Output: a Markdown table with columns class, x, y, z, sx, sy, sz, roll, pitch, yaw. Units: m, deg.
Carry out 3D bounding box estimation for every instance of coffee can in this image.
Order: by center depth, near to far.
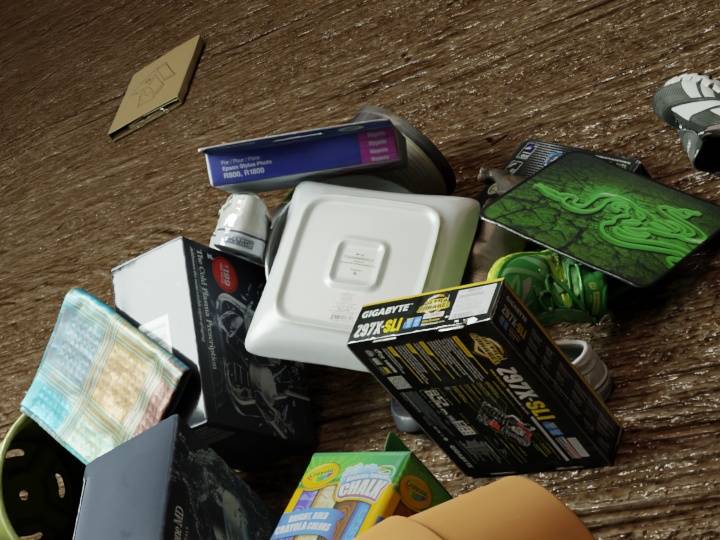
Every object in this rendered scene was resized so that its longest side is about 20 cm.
| class | x | y | z | sx | sy | sz | roll | pitch | yaw |
| --- | --- | --- | --- | --- | --- | --- | --- | --- | --- |
| coffee can | -0.007 | -0.068 | 1.669 | 0.200 | 0.146 | 0.146 | -50 | 30 | -17 |

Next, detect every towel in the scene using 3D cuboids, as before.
| class | x | y | z | sx | sy | sz | roll | pitch | yaw |
| --- | --- | --- | --- | --- | --- | --- | --- | --- | --- |
| towel | -0.258 | 0.118 | 1.451 | 0.200 | 0.022 | 0.147 | 30 | 98 | 40 |

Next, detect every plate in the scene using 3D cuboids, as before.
| class | x | y | z | sx | sy | sz | roll | pitch | yaw |
| --- | --- | --- | --- | --- | --- | --- | --- | --- | --- |
| plate | 0.000 | 0.000 | 1.416 | 0.199 | 0.032 | 0.201 | 8 | 64 | 19 |

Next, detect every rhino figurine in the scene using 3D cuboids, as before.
| class | x | y | z | sx | sy | sz | roll | pitch | yaw |
| --- | --- | --- | --- | --- | --- | --- | --- | --- | --- |
| rhino figurine | 0.121 | -0.015 | 1.446 | 0.087 | 0.060 | 0.200 | 10 | 61 | 43 |

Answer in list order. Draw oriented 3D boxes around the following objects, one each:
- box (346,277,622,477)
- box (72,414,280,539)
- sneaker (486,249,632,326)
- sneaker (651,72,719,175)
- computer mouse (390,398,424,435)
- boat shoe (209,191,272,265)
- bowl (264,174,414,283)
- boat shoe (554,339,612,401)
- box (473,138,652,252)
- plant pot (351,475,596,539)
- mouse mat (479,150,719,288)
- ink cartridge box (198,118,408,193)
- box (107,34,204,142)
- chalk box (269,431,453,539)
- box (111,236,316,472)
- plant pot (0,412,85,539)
| class | x | y | z | sx | sy | sz | roll | pitch | yaw |
| --- | --- | --- | --- | --- | --- | --- | --- | --- | --- |
| box | 0.107 | 0.098 | 1.250 | 0.159 | 0.200 | 0.049 | -14 | 39 | 40 |
| box | -0.157 | 0.277 | 1.315 | 0.117 | 0.200 | 0.197 | -30 | 31 | 18 |
| sneaker | 0.183 | 0.016 | 1.341 | 0.083 | 0.074 | 0.200 | 10 | 23 | 41 |
| sneaker | 0.343 | -0.141 | 1.439 | 0.090 | 0.067 | 0.200 | -44 | 31 | -12 |
| computer mouse | 0.079 | 0.097 | 1.467 | 0.058 | 0.034 | 0.200 | -8 | 34 | 30 |
| boat shoe | -0.122 | -0.048 | 1.546 | 0.200 | 0.071 | 0.070 | 120 | 166 | -86 |
| bowl | -0.007 | 0.008 | 1.526 | 0.201 | 0.201 | 0.090 | -53 | -2 | -22 |
| boat shoe | 0.130 | 0.093 | 1.341 | 0.199 | 0.065 | 0.074 | -10 | 38 | 27 |
| box | 0.182 | -0.046 | 1.520 | 0.193 | 0.048 | 0.200 | -46 | 29 | -13 |
| plant pot | 0.100 | 0.249 | 1.083 | 0.140 | 0.201 | 0.200 | -32 | 25 | -22 |
| mouse mat | 0.234 | -0.053 | 1.383 | 0.200 | 0.008 | 0.161 | 27 | 45 | 35 |
| ink cartridge box | -0.053 | -0.115 | 1.511 | 0.195 | 0.044 | 0.200 | -8 | 0 | 6 |
| box | -0.360 | -0.321 | 2.566 | 0.163 | 0.021 | 0.200 | -25 | 33 | 26 |
| chalk box | 0.012 | 0.235 | 1.251 | 0.124 | 0.125 | 0.200 | -7 | 44 | 45 |
| box | -0.151 | 0.091 | 1.508 | 0.104 | 0.182 | 0.201 | -23 | 65 | 28 |
| plant pot | -0.344 | 0.245 | 1.620 | 0.184 | 0.200 | 0.201 | -21 | 32 | 53 |
